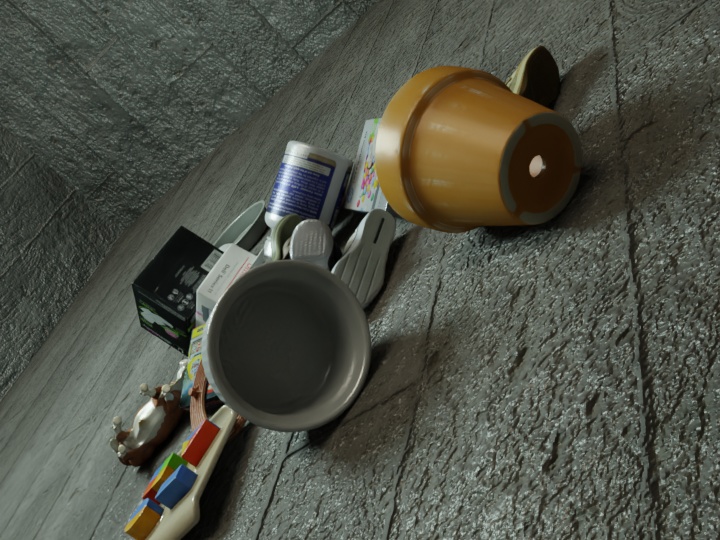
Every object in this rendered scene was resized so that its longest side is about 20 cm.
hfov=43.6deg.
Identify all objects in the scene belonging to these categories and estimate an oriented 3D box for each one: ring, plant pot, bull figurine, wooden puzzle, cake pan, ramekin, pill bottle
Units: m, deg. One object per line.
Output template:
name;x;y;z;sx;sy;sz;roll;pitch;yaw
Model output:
ring;-0.202;0.161;1.318;0.200;0.019;0.201;-31;49;43
plant pot;0.149;-0.131;1.049;0.200;0.200;0.183;-50;35;-11
bull figurine;-0.332;0.232;1.470;0.200;0.065;0.121;-59;-22;-11
wooden puzzle;-0.249;0.288;1.202;0.185;0.046;0.200;-46;17;29
cake pan;-0.277;-0.076;2.057;0.200;0.037;0.200;-41;20;18
ramekin;-0.096;0.093;1.085;0.201;0.200;0.098;-54;12;-21
pill bottle;-0.096;-0.110;1.539;0.120;0.119;0.200;20;92;70

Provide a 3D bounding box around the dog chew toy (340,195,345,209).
dog chew toy;-0.098;-0.146;1.698;0.125;0.125;0.200;-47;11;-3

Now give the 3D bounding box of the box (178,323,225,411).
box;-0.208;0.137;1.394;0.200;0.038;0.137;-24;53;47

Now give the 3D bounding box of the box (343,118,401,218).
box;0.040;-0.165;1.434;0.200;0.041;0.156;-160;84;-71

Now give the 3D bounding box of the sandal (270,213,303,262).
sandal;-0.102;-0.013;1.391;0.057;0.080;0.201;-19;35;20

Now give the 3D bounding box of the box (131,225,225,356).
box;-0.320;0.044;1.656;0.149;0.124;0.200;-55;-8;-27

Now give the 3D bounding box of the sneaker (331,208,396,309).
sneaker;0.000;0.000;1.282;0.200;0.073;0.071;-61;1;-41

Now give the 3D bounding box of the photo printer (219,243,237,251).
photo printer;-0.329;0.035;1.893;0.200;0.069;0.167;-32;23;35

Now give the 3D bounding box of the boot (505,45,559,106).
boot;0.197;-0.227;1.290;0.155;0.073;0.200;-20;37;47

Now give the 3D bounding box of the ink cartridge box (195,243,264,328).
ink cartridge box;-0.223;0.037;1.531;0.117;0.067;0.200;-59;-7;-33

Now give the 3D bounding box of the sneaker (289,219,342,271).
sneaker;-0.068;0.026;1.303;0.114;0.075;0.201;-15;-65;-78
